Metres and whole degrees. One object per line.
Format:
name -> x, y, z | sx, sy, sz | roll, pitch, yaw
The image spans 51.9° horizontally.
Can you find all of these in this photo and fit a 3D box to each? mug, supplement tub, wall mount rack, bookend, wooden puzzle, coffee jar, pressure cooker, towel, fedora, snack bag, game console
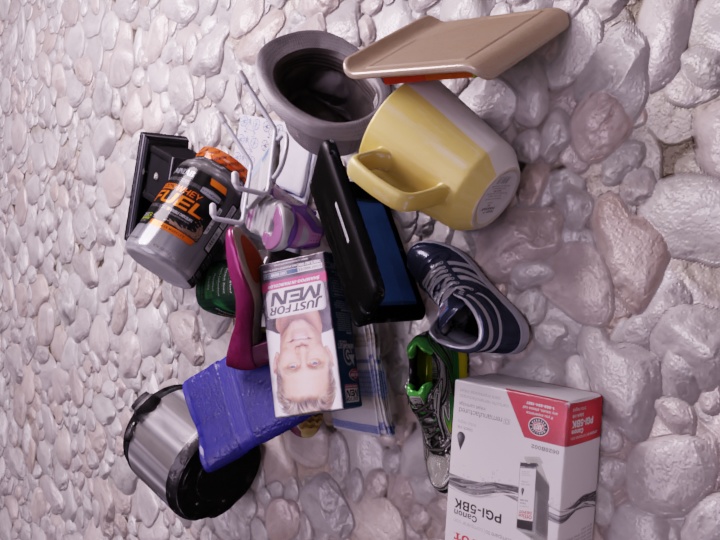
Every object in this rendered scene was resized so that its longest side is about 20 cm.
mug -> 0.089, -0.113, 0.862 | 0.187, 0.150, 0.153 | -43, 63, -14
supplement tub -> -0.256, -0.083, 1.131 | 0.122, 0.123, 0.200 | 11, 64, 42
wall mount rack -> -0.160, -0.165, 1.026 | 0.200, 0.074, 0.174 | 146, 131, -59
bookend -> -0.306, -0.111, 1.264 | 0.200, 0.092, 0.199 | 31, 113, 41
wooden puzzle -> 0.108, -0.252, 0.843 | 0.200, 0.185, 0.037 | 15, 132, 40
coffee jar -> -0.158, 0.022, 1.110 | 0.200, 0.104, 0.086 | -11, 68, 50
pressure cooker -> -0.282, 0.280, 1.190 | 0.200, 0.178, 0.177 | 24, 109, 40
towel -> -0.157, 0.181, 1.056 | 0.200, 0.050, 0.148 | -32, 62, 18
towel -> -0.011, 0.126, 1.012 | 0.147, 0.024, 0.201 | -11, 89, 58
fedora -> -0.052, -0.229, 1.013 | 0.200, 0.177, 0.090 | 46, 149, 21
snack bag -> -0.147, -0.138, 1.173 | 0.188, 0.021, 0.201 | 21, 104, 41
game console -> 0.021, -0.044, 0.900 | 0.176, 0.116, 0.201 | 117, 137, -66

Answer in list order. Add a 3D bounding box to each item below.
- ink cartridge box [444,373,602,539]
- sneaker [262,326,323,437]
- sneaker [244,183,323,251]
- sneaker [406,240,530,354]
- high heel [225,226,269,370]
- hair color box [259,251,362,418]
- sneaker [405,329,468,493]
ink cartridge box -> 0.179, 0.227, 0.823 | 0.146, 0.083, 0.201 | 5, 93, 42
sneaker -> -0.124, 0.183, 1.118 | 0.090, 0.075, 0.200 | -53, 48, 27
sneaker -> -0.110, -0.079, 1.081 | 0.200, 0.088, 0.081 | 48, 126, 56
sneaker -> 0.102, 0.027, 0.878 | 0.200, 0.108, 0.070 | 45, 118, 34
high heel -> -0.169, 0.043, 0.991 | 0.096, 0.067, 0.201 | -11, 103, 19
hair color box -> -0.066, 0.084, 0.958 | 0.100, 0.060, 0.201 | -12, 79, 22
sneaker -> 0.088, 0.172, 0.908 | 0.078, 0.085, 0.201 | -13, 82, 42
